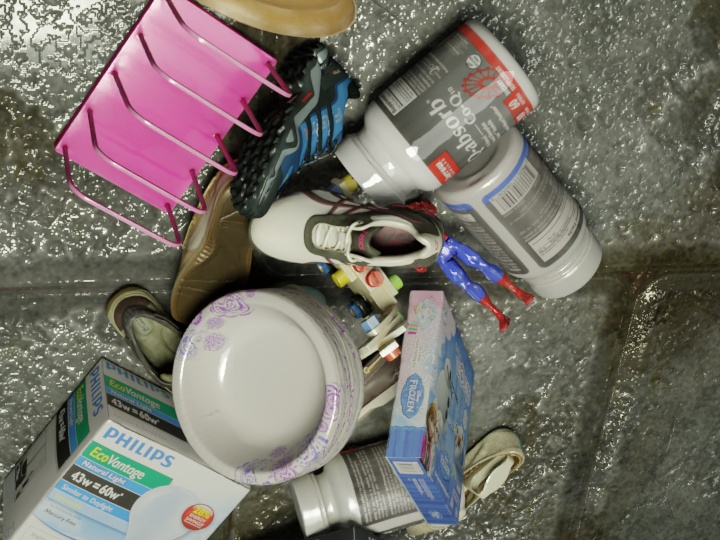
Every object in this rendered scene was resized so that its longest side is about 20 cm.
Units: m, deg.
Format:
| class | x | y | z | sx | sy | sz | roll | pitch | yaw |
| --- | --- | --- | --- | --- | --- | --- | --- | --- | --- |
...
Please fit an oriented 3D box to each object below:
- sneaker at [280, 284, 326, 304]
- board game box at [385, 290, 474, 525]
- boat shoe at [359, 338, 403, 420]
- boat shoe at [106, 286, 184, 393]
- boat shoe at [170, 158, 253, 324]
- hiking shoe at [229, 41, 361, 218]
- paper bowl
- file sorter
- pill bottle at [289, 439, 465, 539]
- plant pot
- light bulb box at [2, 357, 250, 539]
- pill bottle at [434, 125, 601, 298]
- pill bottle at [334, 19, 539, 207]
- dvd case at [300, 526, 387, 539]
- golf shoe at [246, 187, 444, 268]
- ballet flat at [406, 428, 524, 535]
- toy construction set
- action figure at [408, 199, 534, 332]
| class | x | y | z | sx | sy | sz | roll | pitch | yaw |
| --- | --- | --- | --- | --- | --- | --- | --- | --- | --- |
| sneaker | -0.086 | 0.110 | 1.326 | 0.082 | 0.074 | 0.200 | 0 | 120 | -60 |
| board game box | 0.084 | 0.158 | 1.310 | 0.043 | 0.199 | 0.200 | -1 | 149 | 17 |
| boat shoe | -0.017 | 0.156 | 1.387 | 0.200 | 0.072 | 0.060 | -37 | 82 | 17 |
| boat shoe | -0.205 | 0.102 | 1.292 | 0.072 | 0.066 | 0.201 | -37 | 123 | 1 |
| boat shoe | -0.151 | -0.029 | 1.238 | 0.074 | 0.066 | 0.200 | 15 | 124 | -26 |
| hiking shoe | -0.058 | -0.131 | 1.162 | 0.087 | 0.074 | 0.200 | 36 | 69 | -31 |
| paper bowl | -0.090 | 0.118 | 1.223 | 0.201 | 0.201 | 0.104 | -57 | 160 | 16 |
| file sorter | -0.181 | -0.144 | 1.130 | 0.139 | 0.125 | 0.200 | 30 | 105 | -29 |
| pill bottle | 0.019 | 0.269 | 1.431 | 0.199 | 0.111 | 0.111 | -14 | 121 | -11 |
| plant pot | -0.095 | -0.275 | 1.065 | 0.200 | 0.200 | 0.028 | 24 | 75 | -28 |
| light bulb box | -0.266 | 0.242 | 1.315 | 0.198 | 0.125 | 0.200 | 32 | 105 | -29 |
| pill bottle | 0.180 | -0.063 | 1.299 | 0.114 | 0.114 | 0.200 | -41 | 122 | 7 |
| pill bottle | 0.077 | -0.156 | 1.213 | 0.200 | 0.116 | 0.116 | -40 | 122 | 6 |
| dvd case | -0.047 | 0.364 | 1.437 | 0.200 | 0.025 | 0.150 | -22 | 145 | 28 |
| golf shoe | -0.017 | -0.040 | 1.147 | 0.199 | 0.088 | 0.077 | 2 | 97 | 4 |
| ballet flat | 0.132 | 0.284 | 1.504 | 0.067 | 0.062 | 0.200 | 38 | 102 | -30 |
| toy construction set | 0.000 | 0.000 | 1.252 | 0.092 | 0.131 | 0.200 | -23 | 91 | -18 |
| action figure | 0.099 | -0.014 | 1.277 | 0.200 | 0.099 | 0.065 | 41 | 102 | 1 |
